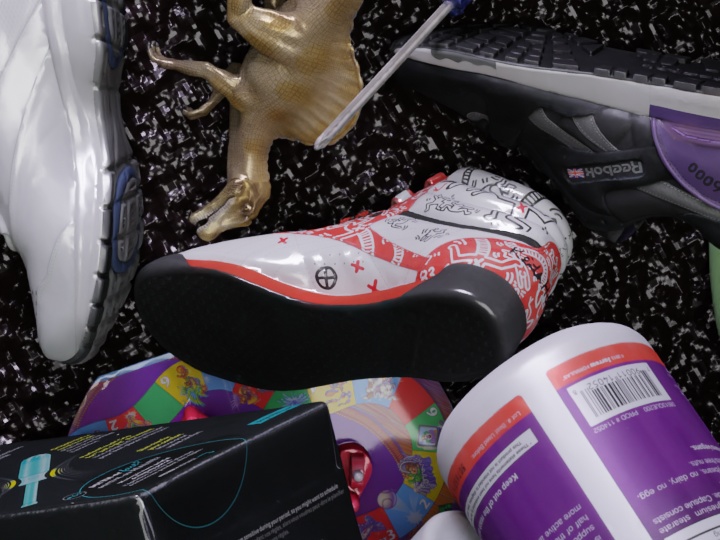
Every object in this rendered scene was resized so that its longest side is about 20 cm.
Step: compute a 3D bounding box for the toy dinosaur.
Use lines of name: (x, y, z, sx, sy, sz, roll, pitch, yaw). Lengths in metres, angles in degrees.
toy dinosaur: (-0.034, -0.107, 1.233, 0.101, 0.058, 0.200, 42, 125, 14)

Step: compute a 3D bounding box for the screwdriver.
screwdriver: (0.035, -0.108, 1.212, 0.029, 0.200, 0.028, 26, 138, 9)

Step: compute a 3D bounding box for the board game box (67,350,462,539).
board game box: (-0.045, 0.108, 1.288, 0.199, 0.039, 0.159, -18, 99, -3)

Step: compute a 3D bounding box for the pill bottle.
pill bottle: (0.125, 0.129, 1.181, 0.112, 0.112, 0.200, -32, 65, 0)

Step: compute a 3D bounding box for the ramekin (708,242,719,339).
ramekin: (0.239, -0.035, 1.221, 0.097, 0.200, 0.201, 7, 97, -14)

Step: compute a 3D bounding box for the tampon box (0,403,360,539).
tampon box: (-0.117, 0.146, 1.183, 0.199, 0.150, 0.127, -10, 98, 34)

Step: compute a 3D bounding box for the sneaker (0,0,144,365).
sneaker: (-0.148, -0.056, 1.252, 0.087, 0.075, 0.201, -4, 91, 7)

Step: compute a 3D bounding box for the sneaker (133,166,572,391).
sneaker: (0.001, 0.001, 1.268, 0.201, 0.108, 0.067, 1, 122, 30)

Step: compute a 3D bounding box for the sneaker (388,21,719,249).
sneaker: (0.099, -0.058, 1.232, 0.199, 0.076, 0.088, 14, 109, 27)

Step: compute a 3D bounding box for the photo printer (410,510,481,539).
photo printer: (0.041, 0.229, 1.266, 0.166, 0.069, 0.200, 39, 121, -2)
